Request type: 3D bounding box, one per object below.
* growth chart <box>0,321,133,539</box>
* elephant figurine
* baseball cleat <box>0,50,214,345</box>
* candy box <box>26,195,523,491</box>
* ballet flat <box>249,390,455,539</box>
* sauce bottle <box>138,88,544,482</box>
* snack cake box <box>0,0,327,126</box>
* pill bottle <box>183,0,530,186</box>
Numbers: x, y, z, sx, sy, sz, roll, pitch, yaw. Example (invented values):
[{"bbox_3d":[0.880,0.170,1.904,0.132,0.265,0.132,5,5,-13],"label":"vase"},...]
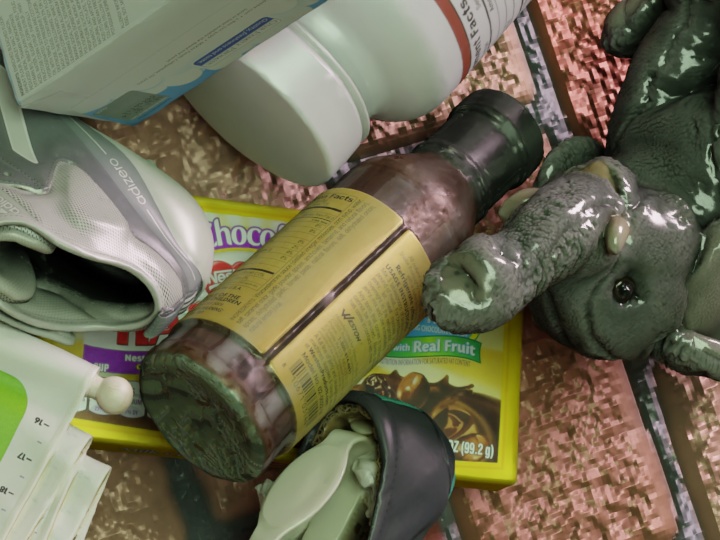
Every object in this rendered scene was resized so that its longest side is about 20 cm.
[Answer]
[{"bbox_3d":[-0.163,0.097,1.004,0.144,0.018,0.201,16,67,-1],"label":"growth chart"},{"bbox_3d":[0.113,-0.016,1.136,0.155,0.141,0.200,37,74,-11],"label":"elephant figurine"},{"bbox_3d":[-0.146,-0.042,1.060,0.199,0.106,0.070,27,112,4],"label":"baseball cleat"},{"bbox_3d":[-0.032,0.026,1.143,0.199,0.026,0.103,7,75,-17],"label":"candy box"},{"bbox_3d":[-0.032,0.130,1.077,0.073,0.073,0.201,32,72,-10],"label":"ballet flat"},{"bbox_3d":[0.000,0.000,1.104,0.065,0.065,0.200,52,54,-4],"label":"sauce bottle"},{"bbox_3d":[-0.092,-0.169,1.071,0.067,0.115,0.201,7,60,-51],"label":"snack cake box"},{"bbox_3d":[0.017,-0.133,1.139,0.112,0.112,0.200,43,71,-7],"label":"pill bottle"}]
